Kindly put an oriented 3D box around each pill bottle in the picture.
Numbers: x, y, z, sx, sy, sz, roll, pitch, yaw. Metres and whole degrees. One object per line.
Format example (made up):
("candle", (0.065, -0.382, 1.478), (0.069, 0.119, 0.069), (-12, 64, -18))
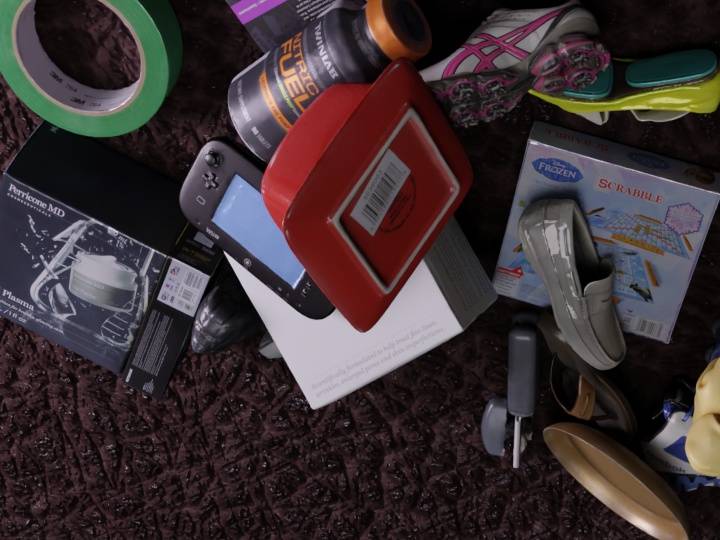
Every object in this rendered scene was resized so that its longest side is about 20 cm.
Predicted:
("pill bottle", (-0.026, -0.189, 1.536), (0.199, 0.107, 0.106), (-31, 112, 34))

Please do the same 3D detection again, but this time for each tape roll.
("tape roll", (-0.283, -0.236, 1.666), (0.198, 0.048, 0.202), (9, 128, 11))

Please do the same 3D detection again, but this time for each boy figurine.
("boy figurine", (0.369, 0.128, 1.631), (0.064, 0.201, 0.126), (11, 126, 10))

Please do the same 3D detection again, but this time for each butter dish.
("butter dish", (-0.017, -0.082, 1.474), (0.147, 0.201, 0.200), (25, 162, 36))

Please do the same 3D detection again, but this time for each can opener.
("can opener", (0.165, 0.134, 1.796), (0.066, 0.054, 0.202), (6, 126, 13))

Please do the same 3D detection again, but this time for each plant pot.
("plant pot", (0.288, 0.231, 1.782), (0.199, 0.028, 0.200), (38, 167, 10))

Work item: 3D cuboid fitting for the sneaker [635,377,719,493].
("sneaker", (0.380, 0.174, 1.738), (0.197, 0.081, 0.116), (-13, 123, 28))

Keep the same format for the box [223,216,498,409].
("box", (0.000, 0.000, 1.649), (0.198, 0.131, 0.202), (-28, 92, 26))

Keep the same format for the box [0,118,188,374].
("box", (-0.307, -0.026, 1.787), (0.198, 0.124, 0.198), (26, 128, -2))

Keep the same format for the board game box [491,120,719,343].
("board game box", (0.248, -0.037, 1.646), (0.198, 0.041, 0.201), (17, 130, 6))

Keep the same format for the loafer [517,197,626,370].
("loafer", (0.225, 0.015, 1.621), (0.069, 0.070, 0.201), (-11, 122, 36))

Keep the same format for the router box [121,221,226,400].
("router box", (-0.187, 0.018, 1.756), (0.052, 0.158, 0.201), (25, 129, -1))

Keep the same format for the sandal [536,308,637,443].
("sandal", (0.233, 0.123, 1.731), (0.082, 0.055, 0.201), (34, 165, 48))

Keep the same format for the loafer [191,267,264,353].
("loafer", (-0.123, 0.030, 1.717), (0.068, 0.200, 0.071), (42, 120, 4))

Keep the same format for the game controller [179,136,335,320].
("game controller", (-0.089, -0.041, 1.579), (0.199, 0.042, 0.105), (39, 115, 10))

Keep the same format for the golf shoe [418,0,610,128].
("golf shoe", (0.128, -0.196, 1.504), (0.198, 0.093, 0.073), (-17, 149, -3))

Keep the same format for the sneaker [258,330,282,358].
("sneaker", (-0.026, 0.066, 1.794), (0.199, 0.074, 0.082), (-27, 110, 33))

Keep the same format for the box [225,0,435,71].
("box", (-0.022, -0.226, 1.597), (0.142, 0.036, 0.201), (-22, 115, 31))

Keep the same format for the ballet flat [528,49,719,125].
("ballet flat", (0.248, -0.170, 1.536), (0.197, 0.067, 0.067), (0, 140, 17))
